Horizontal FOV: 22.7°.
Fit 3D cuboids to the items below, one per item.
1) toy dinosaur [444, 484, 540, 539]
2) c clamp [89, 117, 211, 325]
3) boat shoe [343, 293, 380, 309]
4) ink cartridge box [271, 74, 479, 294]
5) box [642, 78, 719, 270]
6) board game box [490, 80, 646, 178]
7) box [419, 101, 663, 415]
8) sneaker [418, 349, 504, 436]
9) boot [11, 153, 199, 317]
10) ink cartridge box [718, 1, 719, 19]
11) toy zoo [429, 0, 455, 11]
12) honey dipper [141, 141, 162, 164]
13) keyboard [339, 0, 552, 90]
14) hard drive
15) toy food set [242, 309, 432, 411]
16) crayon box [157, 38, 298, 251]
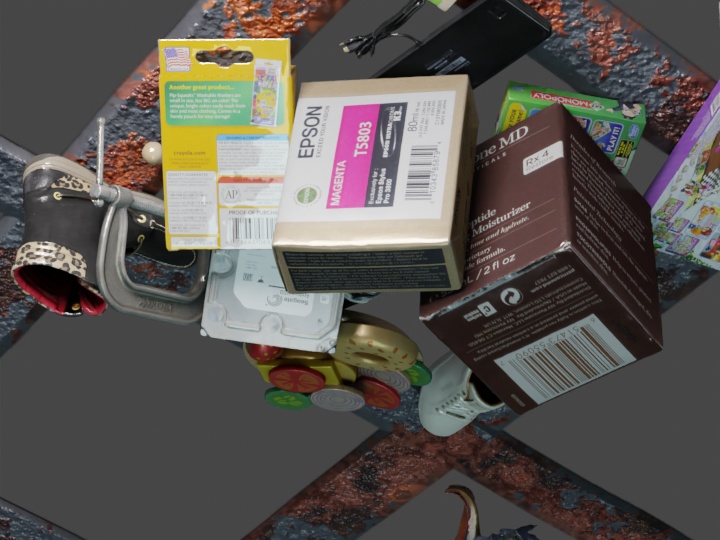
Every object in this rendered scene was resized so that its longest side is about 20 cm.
[{"bbox_3d":[0.140,0.354,2.174,0.200,0.105,0.181,56,138,4],"label":"toy dinosaur"},{"bbox_3d":[-0.196,-0.036,1.735,0.027,0.172,0.200,-1,164,33],"label":"c clamp"},{"bbox_3d":[0.000,0.000,1.816,0.072,0.068,0.200,33,128,-25],"label":"boat shoe"},{"bbox_3d":[0.016,-0.079,1.618,0.164,0.201,0.075,-1,143,12],"label":"ink cartridge box"},{"bbox_3d":[0.363,-0.086,1.728,0.136,0.039,0.200,18,133,-12],"label":"box"},{"bbox_3d":[0.185,-0.089,1.745,0.134,0.029,0.200,9,134,-6],"label":"board game box"},{"bbox_3d":[0.165,-0.009,1.663,0.166,0.200,0.164,-28,127,27],"label":"box"},{"bbox_3d":[0.114,0.130,1.925,0.073,0.085,0.200,16,135,-14],"label":"sneaker"},{"bbox_3d":[-0.250,-0.017,1.758,0.200,0.151,0.073,30,129,-24],"label":"boot"},{"bbox_3d":[0.432,-0.184,1.553,0.200,0.145,0.145,31,129,-24],"label":"ink cartridge box"},{"bbox_3d":[0.035,-0.319,1.536,0.200,0.021,0.131,29,129,-23],"label":"toy zoo"},{"bbox_3d":[-0.124,-0.079,1.774,0.200,0.038,0.038,27,130,-16],"label":"honey dipper"},{"bbox_3d":[0.064,-0.203,1.630,0.127,0.021,0.200,30,137,-30],"label":"keyboard"},{"bbox_3d":[-0.077,-0.024,1.756,0.139,0.038,0.201,9,106,-5],"label":"hard drive"},{"bbox_3d":[-0.026,0.097,1.893,0.199,0.049,0.198,-1,152,12],"label":"toy food set"},{"bbox_3d":[-0.121,-0.121,1.679,0.125,0.052,0.201,0,106,4],"label":"crayon box"}]
